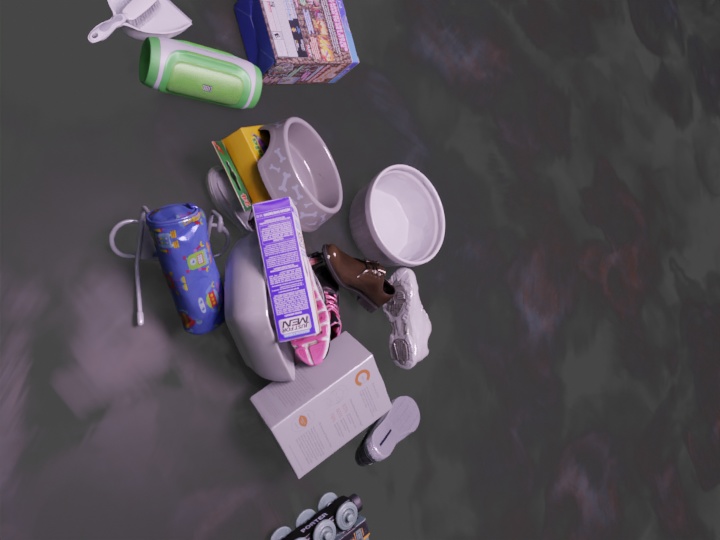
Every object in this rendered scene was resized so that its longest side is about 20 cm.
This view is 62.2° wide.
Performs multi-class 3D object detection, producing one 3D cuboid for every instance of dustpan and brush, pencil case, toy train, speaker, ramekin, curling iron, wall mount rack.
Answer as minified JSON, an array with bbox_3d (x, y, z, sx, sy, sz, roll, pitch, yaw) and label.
[{"bbox_3d":[-0.377,-0.416,0.974,0.139,0.057,0.202,40,59,-14],"label":"dustpan and brush"},{"bbox_3d":[-0.251,-0.003,0.893,0.086,0.078,0.204,-27,124,-27],"label":"pencil case"},{"bbox_3d":[-0.068,0.466,1.008,0.198,0.084,0.116,-24,103,-38],"label":"toy train"},{"bbox_3d":[-0.272,-0.337,1.028,0.197,0.088,0.091,3,77,-36],"label":"speaker"},{"bbox_3d":[0.068,-0.101,1.218,0.197,0.104,0.205,9,74,-34],"label":"ramekin"},{"bbox_3d":[-0.150,0.004,1.074,0.197,0.049,0.026,-21,91,-33],"label":"curling iron"},{"bbox_3d":[-0.294,-0.011,0.952,0.197,0.074,0.177,-1,113,-36],"label":"wall mount rack"}]

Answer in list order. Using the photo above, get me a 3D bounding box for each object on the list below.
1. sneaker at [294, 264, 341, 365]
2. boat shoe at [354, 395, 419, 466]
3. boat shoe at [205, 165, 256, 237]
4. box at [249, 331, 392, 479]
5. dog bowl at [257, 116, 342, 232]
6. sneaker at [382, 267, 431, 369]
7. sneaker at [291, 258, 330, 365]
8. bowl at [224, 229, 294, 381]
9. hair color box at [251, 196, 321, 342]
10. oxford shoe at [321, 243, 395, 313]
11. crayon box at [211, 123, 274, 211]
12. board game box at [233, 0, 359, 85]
[{"bbox_3d":[-0.061,0.084,1.087,0.078,0.095,0.205,16,69,-31],"label":"sneaker"},{"bbox_3d":[0.047,0.302,1.137,0.073,0.070,0.199,59,32,5],"label":"boat shoe"},{"bbox_3d":[-0.194,-0.098,1.043,0.072,0.068,0.203,-35,101,-36],"label":"boat shoe"},{"bbox_3d":[-0.062,0.220,0.993,0.198,0.097,0.126,-33,124,-17],"label":"box"},{"bbox_3d":[-0.099,-0.172,1.035,0.200,0.058,0.203,47,31,-39],"label":"dog bowl"},{"bbox_3d":[0.102,0.092,1.223,0.098,0.077,0.205,-11,102,-48],"label":"sneaker"},{"bbox_3d":[-0.088,0.070,1.024,0.088,0.072,0.203,62,10,-63],"label":"sneaker"},{"bbox_3d":[-0.163,0.060,0.952,0.073,0.202,0.203,-10,49,0],"label":"bowl"},{"bbox_3d":[-0.109,0.001,0.905,0.063,0.109,0.205,-10,87,-1],"label":"hair color box"},{"bbox_3d":[0.000,0.000,1.125,0.199,0.083,0.074,39,30,-44],"label":"oxford shoe"},{"bbox_3d":[-0.165,-0.184,1.040,0.129,0.050,0.200,64,24,-8],"label":"crayon box"},{"bbox_3d":[-0.123,-0.459,1.160,0.197,0.096,0.163,-15,88,-38],"label":"board game box"}]
